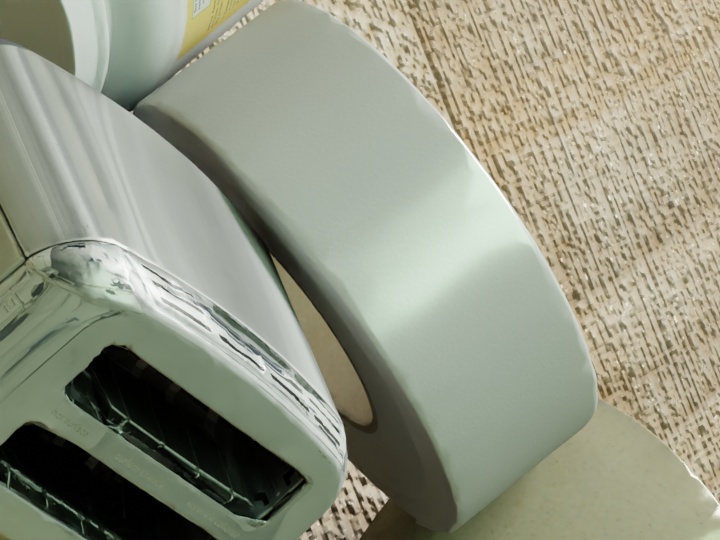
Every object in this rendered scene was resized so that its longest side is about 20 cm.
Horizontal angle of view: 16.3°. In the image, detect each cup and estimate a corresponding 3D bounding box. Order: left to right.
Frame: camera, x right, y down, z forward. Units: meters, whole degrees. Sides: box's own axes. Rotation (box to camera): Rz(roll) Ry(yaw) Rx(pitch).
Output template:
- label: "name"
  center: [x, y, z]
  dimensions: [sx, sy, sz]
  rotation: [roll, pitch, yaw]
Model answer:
- label: "cup"
  center: [0.056, 0.166, 1.019]
  dimensions: [0.143, 0.200, 0.201]
  rotation: [-27, 96, -31]

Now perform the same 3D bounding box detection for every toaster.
- label: "toaster"
  center: [-0.086, 0.027, 0.821]
  dimensions: [0.200, 0.114, 0.129]
  rotation: [41, 14, -41]

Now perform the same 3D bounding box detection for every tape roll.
- label: "tape roll"
  center: [0.000, 0.000, 0.948]
  dimensions: [0.071, 0.202, 0.203]
  rotation: [-37, 105, -14]

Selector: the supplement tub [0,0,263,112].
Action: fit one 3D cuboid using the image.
- label: "supplement tub"
  center: [-0.104, -0.143, 0.981]
  dimensions: [0.146, 0.145, 0.200]
  rotation: [58, 43, -13]
